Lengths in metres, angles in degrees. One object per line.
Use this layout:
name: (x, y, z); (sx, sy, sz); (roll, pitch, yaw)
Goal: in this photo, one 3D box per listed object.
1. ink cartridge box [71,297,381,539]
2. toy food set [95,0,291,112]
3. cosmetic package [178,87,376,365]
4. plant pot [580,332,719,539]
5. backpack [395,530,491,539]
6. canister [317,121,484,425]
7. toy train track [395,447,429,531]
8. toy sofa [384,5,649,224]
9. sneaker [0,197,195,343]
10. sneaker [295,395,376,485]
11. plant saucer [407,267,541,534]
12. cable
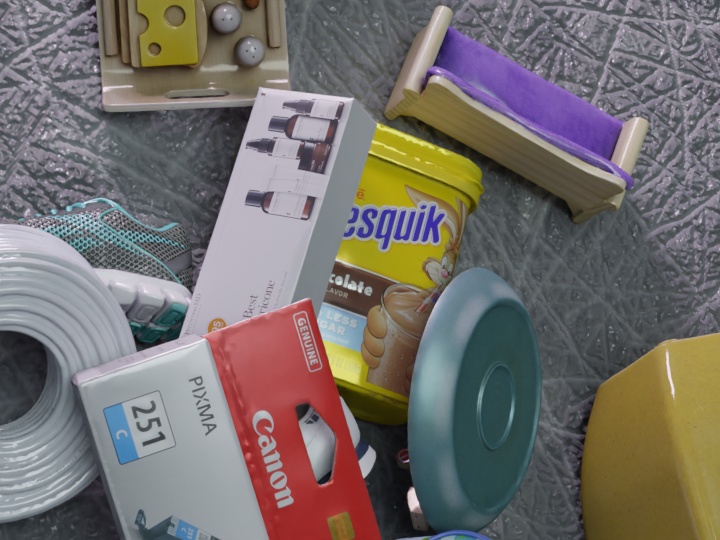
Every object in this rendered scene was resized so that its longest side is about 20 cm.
ink cartridge box: (-0.083, 0.139, 1.401); (0.175, 0.045, 0.201); (-19, 98, -13)
toy food set: (-0.127, -0.220, 1.529); (0.143, 0.060, 0.201); (-4, 99, -5)
cosmetic package: (-0.059, -0.029, 1.488); (0.051, 0.082, 0.201); (42, 60, -57)
plant pot: (0.277, 0.154, 1.577); (0.195, 0.194, 0.201); (-10, 73, -24)
backpack: (0.075, 0.287, 1.464); (0.200, 0.147, 0.183); (47, 64, -11)
canister: (0.000, 0.000, 1.556); (0.148, 0.087, 0.201); (20, 71, -16)
toy train track: (0.064, 0.106, 1.567); (0.032, 0.115, 0.201); (10, 52, 19)
toy sofa: (0.129, -0.125, 1.637); (0.199, 0.098, 0.083); (28, 67, -12)
sneaker: (-0.209, -0.015, 1.491); (0.199, 0.078, 0.092); (18, 54, -21)
sneaker: (-0.087, 0.158, 1.467); (0.200, 0.076, 0.081); (-37, 103, -17)
plant saucer: (0.091, 0.099, 1.527); (0.200, 0.027, 0.201); (-18, 111, -60)
cable: (-0.248, 0.071, 1.400); (0.199, 0.069, 0.201); (-5, 105, -22)
